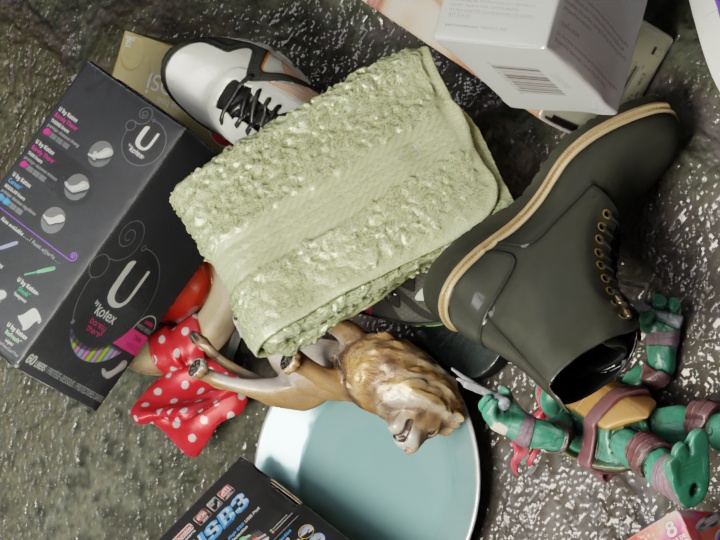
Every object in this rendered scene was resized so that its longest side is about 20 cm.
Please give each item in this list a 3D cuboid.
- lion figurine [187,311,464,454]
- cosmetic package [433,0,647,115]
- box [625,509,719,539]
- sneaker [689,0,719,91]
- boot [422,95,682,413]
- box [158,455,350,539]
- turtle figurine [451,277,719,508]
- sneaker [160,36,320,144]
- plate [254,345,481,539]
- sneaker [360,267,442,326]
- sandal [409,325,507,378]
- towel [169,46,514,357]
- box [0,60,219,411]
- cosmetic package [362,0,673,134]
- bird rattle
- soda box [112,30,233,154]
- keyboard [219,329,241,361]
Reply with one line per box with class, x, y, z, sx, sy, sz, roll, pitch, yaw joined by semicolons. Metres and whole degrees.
lion figurine;-0.024;0.070;1.391;0.199;0.122;0.073;6;71;54
cosmetic package;0.124;-0.207;1.210;0.081;0.113;0.202;8;76;32
box;0.161;0.233;1.242;0.200;0.102;0.095;-37;62;29
sneaker;0.269;-0.207;1.239;0.146;0.080;0.202;-21;69;27
boot;0.154;-0.007;1.256;0.200;0.078;0.138;-44;46;-5
box;-0.082;0.249;1.361;0.200;0.050;0.198;-45;46;-16
turtle figurine;0.159;0.082;1.270;0.150;0.101;0.199;-40;36;-22
sneaker;-0.056;-0.106;1.395;0.199;0.080;0.074;29;100;16
plate;0.007;0.146;1.421;0.199;0.025;0.202;-7;78;37
sneaker;0.000;0.000;1.357;0.199;0.084;0.077;-2;90;27
sandal;0.029;-0.001;1.410;0.200;0.048;0.076;38;106;35
towel;-0.013;-0.047;1.314;0.199;0.037;0.149;-30;70;-2
box;-0.188;-0.022;1.427;0.106;0.122;0.201;34;87;28
cosmetic package;0.094;-0.172;1.350;0.200;0.103;0.088;39;105;36
bird rattle;-0.149;0.030;1.507;0.199;0.113;0.164;24;82;40
soda box;-0.100;-0.120;1.517;0.199;0.064;0.068;23;97;37
keyboard;-0.104;0.024;1.536;0.056;0.011;0.201;28;100;42
